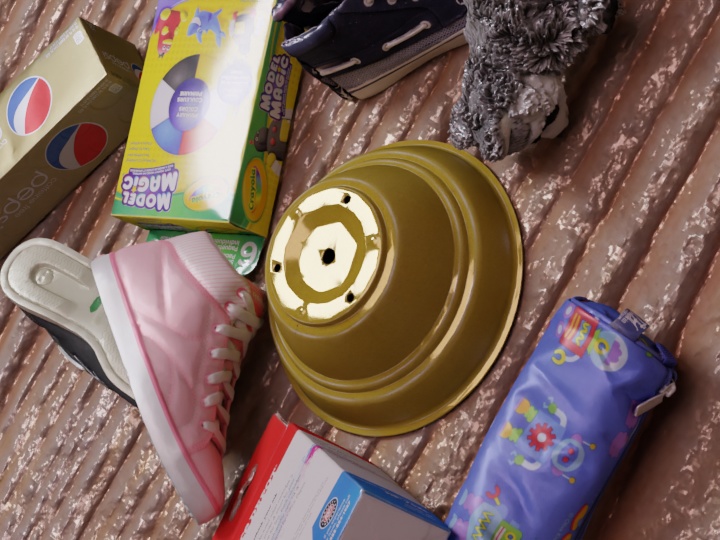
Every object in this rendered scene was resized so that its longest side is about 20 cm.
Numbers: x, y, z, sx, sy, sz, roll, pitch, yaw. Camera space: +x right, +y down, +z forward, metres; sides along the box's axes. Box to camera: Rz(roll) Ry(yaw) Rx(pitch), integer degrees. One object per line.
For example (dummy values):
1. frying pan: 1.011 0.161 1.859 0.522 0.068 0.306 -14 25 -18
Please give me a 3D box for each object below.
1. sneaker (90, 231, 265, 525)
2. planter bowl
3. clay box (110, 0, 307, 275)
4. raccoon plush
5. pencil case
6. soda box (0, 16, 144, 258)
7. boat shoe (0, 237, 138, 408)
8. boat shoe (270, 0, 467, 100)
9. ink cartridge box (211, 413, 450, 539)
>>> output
1. sneaker: -0.102 0.061 1.498 0.104 0.075 0.201 -20 65 -3
2. planter bowl: 0.000 0.000 1.462 0.199 0.083 0.202 -12 68 32
3. clay box: -0.107 -0.100 1.596 0.114 0.048 0.201 3 77 37
4. raccoon plush: 0.067 -0.164 1.419 0.200 0.097 0.134 42 89 -5
5. pencil case: 0.116 0.113 1.344 0.087 0.078 0.201 31 94 30
6. soda box: -0.244 -0.092 1.681 0.200 0.068 0.064 -42 56 18
7. boat shoe: -0.165 0.049 1.587 0.200 0.068 0.072 34 72 25
8. boat shoe: 0.034 -0.187 1.491 0.200 0.093 0.075 -35 58 23
9. ink cartridge box: -0.027 0.171 1.406 0.117 0.067 0.200 -63 20 2
